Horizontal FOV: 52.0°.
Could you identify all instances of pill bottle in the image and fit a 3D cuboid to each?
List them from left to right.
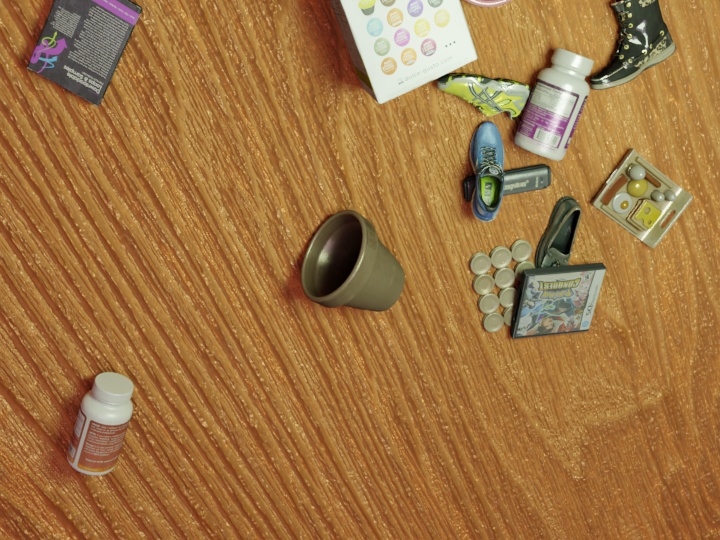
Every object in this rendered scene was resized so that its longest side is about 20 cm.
[{"bbox_3d":[-0.560,0.331,1.604,0.109,0.113,0.204,18,108,-15],"label":"pill bottle"},{"bbox_3d":[0.396,-0.337,1.494,0.109,0.113,0.205,14,108,-14],"label":"pill bottle"}]

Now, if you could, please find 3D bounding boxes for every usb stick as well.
[{"bbox_3d":[0.313,-0.188,1.582,0.194,0.033,0.057,-10,112,-5],"label":"usb stick"}]

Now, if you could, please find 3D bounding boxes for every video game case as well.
[{"bbox_3d":[0.448,0.071,1.678,0.194,0.026,0.185,-5,126,-11],"label":"video game case"}]

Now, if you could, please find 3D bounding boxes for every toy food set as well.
[{"bbox_3d":[0.622,-0.157,1.627,0.197,0.061,0.145,31,103,-18],"label":"toy food set"}]

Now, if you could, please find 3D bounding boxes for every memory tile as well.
[{"bbox_3d":[0.332,0.037,1.682,0.149,0.017,0.205,-18,113,-2],"label":"memory tile"}]

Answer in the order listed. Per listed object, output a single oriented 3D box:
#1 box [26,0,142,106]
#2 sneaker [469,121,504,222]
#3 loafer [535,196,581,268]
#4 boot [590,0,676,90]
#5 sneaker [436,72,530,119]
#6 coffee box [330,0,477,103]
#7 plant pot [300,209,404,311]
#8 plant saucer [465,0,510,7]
[{"bbox_3d":[-0.507,-0.429,1.358,0.141,0.036,0.203,27,104,-17],"label":"box"},{"bbox_3d":[0.269,-0.207,1.514,0.076,0.089,0.207,-1,85,-5],"label":"sneaker"},{"bbox_3d":[0.440,-0.059,1.635,0.070,0.063,0.206,7,110,-11],"label":"loafer"},{"bbox_3d":[0.534,-0.469,1.485,0.196,0.073,0.153,-27,114,-2],"label":"boot"},{"bbox_3d":[0.246,-0.351,1.485,0.194,0.076,0.079,7,110,-10],"label":"sneaker"},{"bbox_3d":[0.070,-0.452,1.350,0.195,0.201,0.202,-24,113,1],"label":"coffee box"},{"bbox_3d":[0.000,0.000,1.538,0.172,0.201,0.202,27,106,-36],"label":"plant pot"},{"bbox_3d":[0.242,-0.609,1.397,0.194,0.051,0.206,-3,111,-8],"label":"plant saucer"}]
